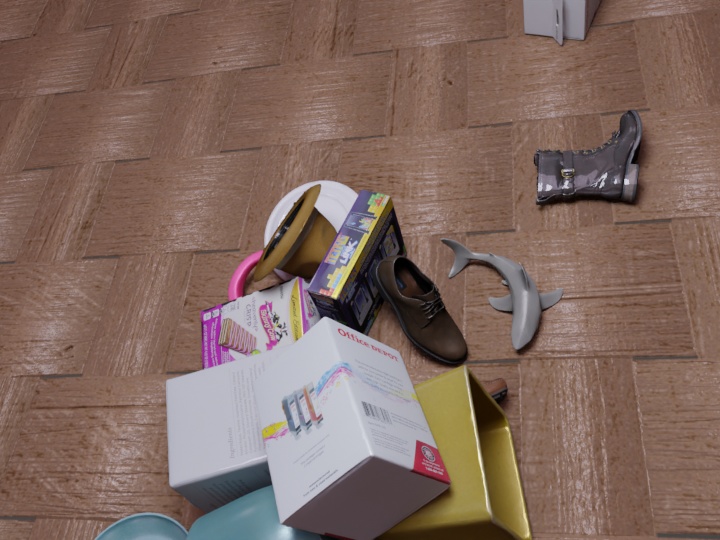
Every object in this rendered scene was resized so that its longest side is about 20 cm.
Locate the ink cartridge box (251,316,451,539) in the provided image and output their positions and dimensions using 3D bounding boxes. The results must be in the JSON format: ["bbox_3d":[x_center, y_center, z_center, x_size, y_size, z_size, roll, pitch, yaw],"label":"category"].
[{"bbox_3d":[-0.017,0.188,0.863,0.145,0.145,0.200,-42,43,21],"label":"ink cartridge box"}]

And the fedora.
[{"bbox_3d":[-0.092,-0.044,1.159,0.082,0.201,0.201,33,64,-12],"label":"fedora"}]

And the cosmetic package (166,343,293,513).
[{"bbox_3d":[-0.152,0.236,1.051,0.200,0.167,0.166,-16,54,4],"label":"cosmetic package"}]

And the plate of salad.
[{"bbox_3d":[-0.075,-0.063,1.296,0.200,0.048,0.200,-5,72,16],"label":"plate of salad"}]

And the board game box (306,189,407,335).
[{"bbox_3d":[0.000,0.000,1.170,0.057,0.165,0.200,15,61,24],"label":"board game box"}]

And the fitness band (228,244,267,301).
[{"bbox_3d":[-0.132,0.036,1.239,0.200,0.037,0.144,16,79,23],"label":"fitness band"}]

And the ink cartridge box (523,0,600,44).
[{"bbox_3d":[0.408,-0.565,1.460,0.125,0.129,0.200,15,62,25],"label":"ink cartridge box"}]

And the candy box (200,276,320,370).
[{"bbox_3d":[-0.159,0.106,1.159,0.200,0.061,0.136,-19,63,24],"label":"candy box"}]

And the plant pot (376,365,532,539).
[{"bbox_3d":[0.089,0.269,0.953,0.200,0.196,0.194,-18,53,18],"label":"plant pot"}]

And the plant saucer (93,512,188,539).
[{"bbox_3d":[-0.314,0.449,1.034,0.200,0.036,0.200,-7,55,10],"label":"plant saucer"}]

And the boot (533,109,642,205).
[{"bbox_3d":[0.387,-0.197,1.254,0.174,0.069,0.200,5,60,18],"label":"boot"}]

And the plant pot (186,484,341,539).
[{"bbox_3d":[-0.091,0.357,0.909,0.161,0.201,0.201,-35,53,10],"label":"plant pot"}]

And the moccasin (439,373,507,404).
[{"bbox_3d":[0.114,0.187,1.069,0.201,0.074,0.078,-16,58,8],"label":"moccasin"}]

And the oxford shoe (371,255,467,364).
[{"bbox_3d":[0.097,0.061,1.109,0.073,0.084,0.200,-42,93,-23],"label":"oxford shoe"}]

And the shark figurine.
[{"bbox_3d":[0.231,0.006,1.151,0.128,0.090,0.215,-32,56,-8],"label":"shark figurine"}]
